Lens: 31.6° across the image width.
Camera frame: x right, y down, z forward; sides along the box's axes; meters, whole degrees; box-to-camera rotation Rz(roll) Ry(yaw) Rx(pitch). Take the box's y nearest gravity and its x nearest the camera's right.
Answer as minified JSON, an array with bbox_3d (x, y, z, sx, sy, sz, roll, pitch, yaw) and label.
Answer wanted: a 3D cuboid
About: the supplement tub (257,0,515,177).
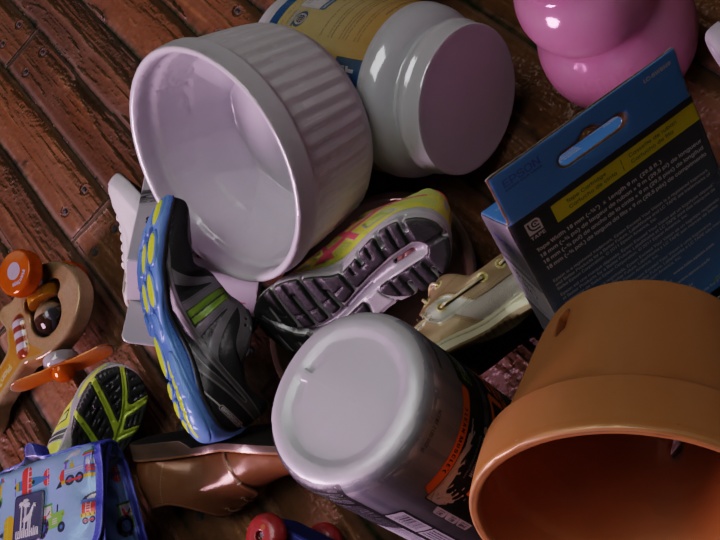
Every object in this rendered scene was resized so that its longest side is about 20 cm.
[{"bbox_3d":[0.015,-0.159,1.071,0.200,0.145,0.145,18,77,41],"label":"supplement tub"}]

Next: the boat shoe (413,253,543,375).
[{"bbox_3d":[0.082,0.033,0.945,0.200,0.074,0.066,-29,62,-5],"label":"boat shoe"}]

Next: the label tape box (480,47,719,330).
[{"bbox_3d":[0.162,-0.043,0.841,0.144,0.200,0.063,-35,38,-3],"label":"label tape box"}]

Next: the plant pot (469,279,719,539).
[{"bbox_3d":[0.175,0.101,0.792,0.200,0.200,0.140,-14,41,29],"label":"plant pot"}]

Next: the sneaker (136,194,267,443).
[{"bbox_3d":[-0.127,0.037,1.024,0.071,0.083,0.200,-29,78,67],"label":"sneaker"}]

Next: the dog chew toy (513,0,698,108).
[{"bbox_3d":[0.171,-0.203,0.944,0.124,0.200,0.125,-17,57,28],"label":"dog chew toy"}]

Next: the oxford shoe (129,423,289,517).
[{"bbox_3d":[-0.096,0.165,1.039,0.200,0.071,0.071,-9,91,29],"label":"oxford shoe"}]

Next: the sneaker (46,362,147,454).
[{"bbox_3d":[-0.251,0.175,1.143,0.200,0.075,0.076,-59,15,-1],"label":"sneaker"}]

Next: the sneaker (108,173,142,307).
[{"bbox_3d":[-0.206,-0.016,1.200,0.085,0.073,0.200,-44,49,4],"label":"sneaker"}]

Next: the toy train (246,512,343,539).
[{"bbox_3d":[-0.009,0.257,0.905,0.200,0.085,0.116,17,87,41],"label":"toy train"}]

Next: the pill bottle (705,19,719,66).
[{"bbox_3d":[0.347,-0.175,0.861,0.200,0.111,0.111,-35,50,16],"label":"pill bottle"}]

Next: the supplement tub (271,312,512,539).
[{"bbox_3d":[0.042,0.118,0.859,0.122,0.200,0.123,-17,57,28],"label":"supplement tub"}]

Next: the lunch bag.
[{"bbox_3d":[-0.249,0.239,1.049,0.150,0.094,0.200,-22,68,24],"label":"lunch bag"}]

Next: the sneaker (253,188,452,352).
[{"bbox_3d":[0.000,0.000,1.015,0.200,0.078,0.090,-28,22,30],"label":"sneaker"}]

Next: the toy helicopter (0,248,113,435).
[{"bbox_3d":[-0.321,0.086,1.243,0.132,0.079,0.200,40,103,34],"label":"toy helicopter"}]

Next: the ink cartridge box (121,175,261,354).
[{"bbox_3d":[-0.138,-0.031,1.112,0.116,0.067,0.200,8,55,-5],"label":"ink cartridge box"}]

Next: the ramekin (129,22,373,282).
[{"bbox_3d":[-0.082,-0.101,1.014,0.200,0.200,0.105,18,38,41],"label":"ramekin"}]

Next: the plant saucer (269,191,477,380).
[{"bbox_3d":[0.012,0.029,1.047,0.200,0.029,0.200,-17,57,28],"label":"plant saucer"}]

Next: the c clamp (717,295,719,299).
[{"bbox_3d":[0.338,0.033,0.814,0.171,0.027,0.200,-44,46,1],"label":"c clamp"}]
